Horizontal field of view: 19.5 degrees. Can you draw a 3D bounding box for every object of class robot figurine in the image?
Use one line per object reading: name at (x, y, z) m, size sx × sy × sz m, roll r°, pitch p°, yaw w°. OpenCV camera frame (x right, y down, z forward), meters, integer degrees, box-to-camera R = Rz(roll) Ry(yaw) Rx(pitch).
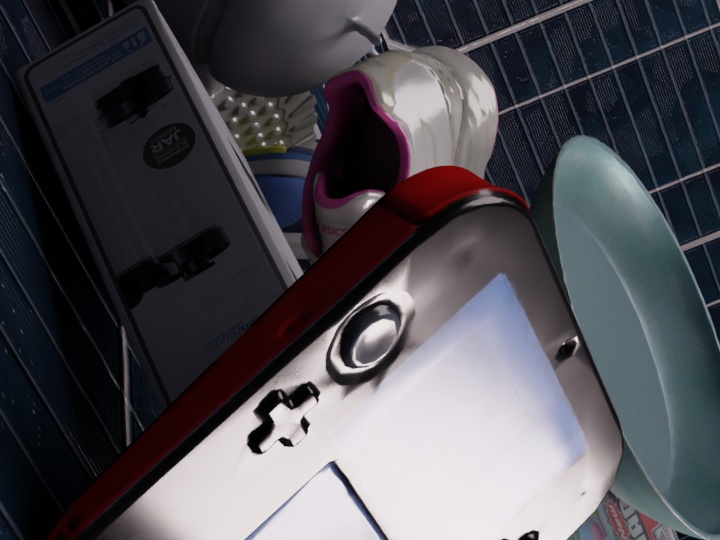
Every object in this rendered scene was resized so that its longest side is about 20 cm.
robot figurine at (-0.061, -0.156, 0.939) m, size 0.200 × 0.113 × 0.170 m, roll 40°, pitch 13°, yaw 10°

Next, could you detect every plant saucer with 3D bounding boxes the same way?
plant saucer at (0.124, 0.036, 0.986) m, size 0.200 × 0.036 × 0.201 m, roll 47°, pitch 32°, yaw -40°

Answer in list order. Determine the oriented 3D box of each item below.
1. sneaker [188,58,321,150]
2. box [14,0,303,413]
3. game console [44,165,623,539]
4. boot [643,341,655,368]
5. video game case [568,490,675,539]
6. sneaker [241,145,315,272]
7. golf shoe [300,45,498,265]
sneaker at (-0.066, -0.086, 1.109) m, size 0.081 × 0.076 × 0.200 m, roll 58°, pitch -1°, yaw 16°
box at (-0.050, 0.010, 0.759) m, size 0.200 × 0.060 × 0.117 m, roll 61°, pitch 0°, yaw 36°
game console at (0.003, 0.074, 0.669) m, size 0.031 × 0.177 × 0.200 m, roll 36°, pitch -15°, yaw 35°
boot at (0.174, 0.079, 1.157) m, size 0.198 × 0.162 × 0.074 m, roll 119°, pitch -31°, yaw -64°
video game case at (0.090, 0.085, 0.940) m, size 0.200 × 0.017 × 0.144 m, roll -11°, pitch 80°, yaw -67°
sneaker at (0.018, 0.001, 1.068) m, size 0.074 × 0.199 × 0.083 m, roll 151°, pitch -47°, yaw -69°
golf shoe at (0.000, 0.000, 0.906) m, size 0.091 × 0.075 × 0.201 m, roll -2°, pitch 102°, yaw -57°
